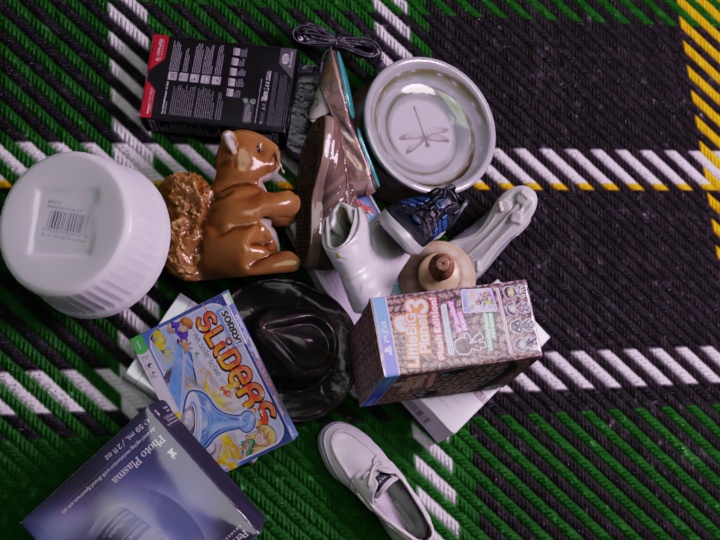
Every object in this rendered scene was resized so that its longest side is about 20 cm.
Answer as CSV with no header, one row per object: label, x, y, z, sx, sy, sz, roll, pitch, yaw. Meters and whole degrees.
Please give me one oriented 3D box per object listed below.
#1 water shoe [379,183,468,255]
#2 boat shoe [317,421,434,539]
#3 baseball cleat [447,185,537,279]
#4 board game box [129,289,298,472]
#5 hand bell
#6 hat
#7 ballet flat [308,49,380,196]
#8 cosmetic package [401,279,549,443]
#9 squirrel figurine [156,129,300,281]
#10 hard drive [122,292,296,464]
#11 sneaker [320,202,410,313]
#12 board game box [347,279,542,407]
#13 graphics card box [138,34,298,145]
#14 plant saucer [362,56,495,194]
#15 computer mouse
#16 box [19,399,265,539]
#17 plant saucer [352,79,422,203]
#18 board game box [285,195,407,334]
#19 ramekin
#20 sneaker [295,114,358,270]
water shoe,0.083,-0.076,1.493,0.072,0.200,0.079,47,109,3
boat shoe,0.022,0.275,1.501,0.072,0.066,0.201,-34,86,-20
baseball cleat,0.173,-0.034,1.627,0.200,0.106,0.070,-40,77,9
board game box,-0.180,0.144,1.443,0.135,0.034,0.201,-26,92,9
hand bell,0.099,0.001,1.476,0.103,0.200,0.105,0,84,3
hat,-0.089,0.096,1.482,0.199,0.081,0.203,3,78,-14
ballet flat,-0.032,-0.192,1.566,0.067,0.068,0.202,-16,94,4
cosmetic package,0.144,0.121,1.568,0.113,0.081,0.200,45,70,3
squirrel figurine,-0.177,-0.084,1.497,0.198,0.142,0.189,-5,91,-4
hard drive,-0.186,0.139,1.503,0.199,0.027,0.132,34,70,-5
sneaker,0.009,-0.049,1.484,0.116,0.073,0.201,63,24,-26
board game box,0.099,0.092,1.440,0.198,0.160,0.098,-6,72,-13
graphics card box,-0.188,-0.243,1.571,0.198,0.051,0.127,5,72,3
plant saucer,0.089,-0.194,1.618,0.198,0.050,0.202,6,73,-21
computer mouse,-0.037,-0.238,1.631,0.139,0.046,0.202,7,77,-9
box,-0.248,0.293,1.368,0.200,0.123,0.199,-43,90,-3
plant saucer,0.071,-0.191,1.662,0.198,0.032,0.202,4,74,-15
board game box,0.000,0.000,1.587,0.126,0.035,0.201,-27,84,-19
ramekin,-0.343,-0.047,1.431,0.199,0.098,0.202,-3,78,14
sneaker,-0.039,-0.101,1.541,0.075,0.070,0.202,5,95,-29
